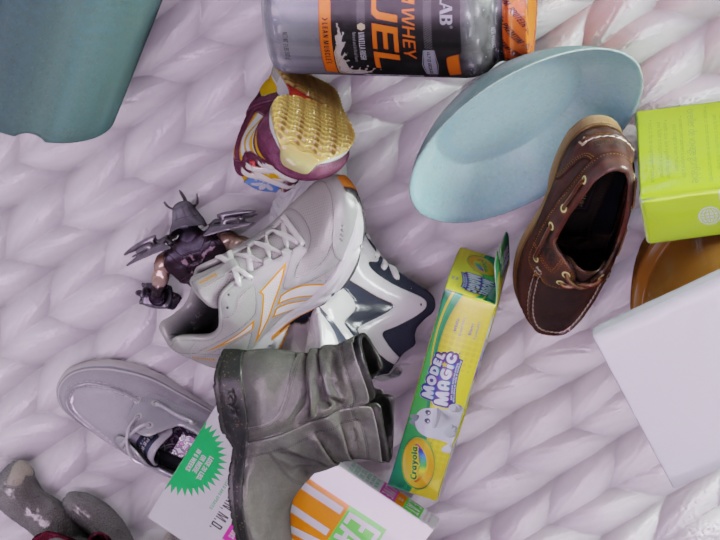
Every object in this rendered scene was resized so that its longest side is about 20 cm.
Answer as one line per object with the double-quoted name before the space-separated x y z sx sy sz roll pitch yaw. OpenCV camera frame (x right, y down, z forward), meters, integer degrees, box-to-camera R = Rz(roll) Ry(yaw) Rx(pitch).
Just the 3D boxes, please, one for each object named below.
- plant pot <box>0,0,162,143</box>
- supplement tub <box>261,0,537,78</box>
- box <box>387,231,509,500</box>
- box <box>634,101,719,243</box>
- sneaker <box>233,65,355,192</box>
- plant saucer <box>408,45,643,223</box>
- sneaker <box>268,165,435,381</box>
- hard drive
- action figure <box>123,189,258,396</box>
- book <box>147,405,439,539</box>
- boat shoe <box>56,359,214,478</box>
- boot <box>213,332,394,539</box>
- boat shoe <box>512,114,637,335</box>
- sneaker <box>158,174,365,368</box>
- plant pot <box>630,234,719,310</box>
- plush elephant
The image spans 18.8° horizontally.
"plant pot" -0.237 -0.217 1.667 0.200 0.200 0.196 22 117 3
"supplement tub" 0.032 -0.208 1.649 0.200 0.123 0.123 2 107 10
"box" 0.074 0.069 1.730 0.048 0.117 0.200 19 109 3
"box" 0.309 -0.084 1.635 0.200 0.122 0.048 -7 126 10
"sneaker" -0.056 -0.090 1.662 0.075 0.200 0.090 25 108 -10
"plant saucer" 0.118 -0.113 1.651 0.201 0.201 0.039 -39 61 18
"sneaker" 0.000 0.000 1.752 0.079 0.129 0.199 -25 63 44
"hard drive" 0.284 0.058 1.543 0.200 0.027 0.132 -26 102 16
"action figure" -0.116 0.028 1.781 0.130 0.069 0.200 -17 100 22
"book" -0.054 0.198 1.759 0.200 0.048 0.134 33 110 3
"boat shoe" -0.167 0.139 1.820 0.200 0.069 0.072 29 110 0
"boot" -0.036 0.146 1.675 0.130 0.068 0.200 -3 113 10
"boat shoe" 0.166 -0.022 1.683 0.070 0.070 0.200 -2 130 -14
"sneaker" -0.077 0.004 1.666 0.092 0.076 0.200 16 121 -42
"plant pot" 0.301 0.043 1.646 0.200 0.183 0.200 3 107 9
"plush elephant" -0.228 0.263 1.814 0.200 0.165 0.155 32 155 -15
